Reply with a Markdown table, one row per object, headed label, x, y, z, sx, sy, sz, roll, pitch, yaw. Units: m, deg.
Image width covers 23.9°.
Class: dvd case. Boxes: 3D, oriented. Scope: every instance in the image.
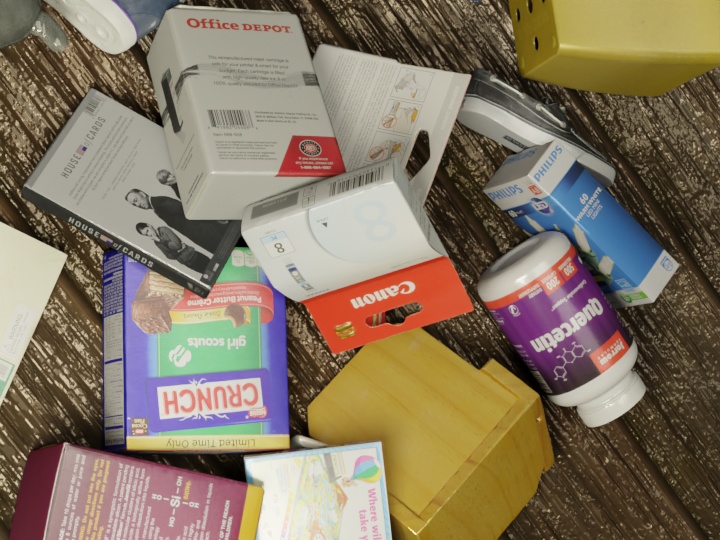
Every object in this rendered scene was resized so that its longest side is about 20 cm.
| label | x | y | z | sx | sy | sz | roll | pitch | yaw |
| --- | --- | --- | --- | --- | --- | --- | --- | --- | --- |
| dvd case | -0.205 | -0.076 | 1.635 | 0.200 | 0.025 | 0.150 | 29 | 49 | -4 |

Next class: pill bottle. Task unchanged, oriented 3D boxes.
| label | x | y | z | sx | sy | sz | roll | pitch | yaw |
| --- | --- | --- | --- | --- | --- | --- | --- | --- | --- |
| pill bottle | 0.220 | 0.065 | 1.817 | 0.112 | 0.112 | 0.200 | -39 | 100 | -24 |

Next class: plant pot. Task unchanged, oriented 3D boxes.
| label | x | y | z | sx | sy | sz | roll | pitch | yaw |
| --- | --- | --- | --- | --- | --- | --- | --- | --- | --- |
| plant pot | 0.265 | -0.297 | 1.851 | 0.176 | 0.200 | 0.200 | -7 | 86 | -14 |

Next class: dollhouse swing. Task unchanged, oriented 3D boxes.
| label | x | y | z | sx | sy | sz | roll | pitch | yaw |
| --- | --- | --- | --- | --- | --- | --- | --- | --- | --- |
| dollhouse swing | 0.065 | 0.188 | 1.773 | 0.200 | 0.176 | 0.182 | -47 | 144 | -23 |

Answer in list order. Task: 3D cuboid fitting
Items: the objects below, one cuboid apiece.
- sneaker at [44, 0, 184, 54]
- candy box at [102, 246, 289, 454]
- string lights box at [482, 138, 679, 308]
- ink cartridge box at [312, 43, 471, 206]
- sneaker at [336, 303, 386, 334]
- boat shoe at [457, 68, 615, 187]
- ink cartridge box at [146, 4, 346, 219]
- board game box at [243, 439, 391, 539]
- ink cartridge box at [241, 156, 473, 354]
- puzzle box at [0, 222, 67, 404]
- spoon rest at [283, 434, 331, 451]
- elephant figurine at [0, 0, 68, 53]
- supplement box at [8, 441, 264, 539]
| label | x | y | z | sx | sy | sz | roll | pitch | yaw |
| --- | --- | --- | --- | --- | --- | --- | --- | --- | --- |
| sneaker | -0.256 | -0.322 | 1.674 | 0.200 | 0.081 | 0.146 | 46 | 58 | -8 |
| candy box | -0.161 | 0.078 | 1.657 | 0.169 | 0.077 | 0.200 | 1 | 83 | -25 |
| string lights box | 0.239 | -0.047 | 1.846 | 0.200 | 0.103 | 0.059 | 43 | 69 | -14 |
| ink cartridge box | 0.005 | -0.120 | 1.722 | 0.176 | 0.045 | 0.200 | 15 | 73 | 22 |
| sneaker | 0.007 | -0.024 | 1.765 | 0.085 | 0.077 | 0.200 | 18 | 77 | -42 |
| boat shoe | 0.199 | -0.157 | 1.864 | 0.200 | 0.072 | 0.068 | 26 | 75 | -12 |
| ink cartridge box | -0.115 | -0.154 | 1.665 | 0.144 | 0.084 | 0.200 | -1 | 59 | -27 |
| board game box | -0.036 | 0.271 | 1.639 | 0.134 | 0.034 | 0.200 | -6 | 88 | -3 |
| ink cartridge box | 0.000 | 0.000 | 1.634 | 0.047 | 0.160 | 0.200 | -84 | 151 | -53 |
| puzzle box | -0.375 | 0.046 | 1.592 | 0.133 | 0.025 | 0.200 | 28 | 73 | -20 |
| spoon rest | -0.085 | 0.259 | 1.689 | 0.099 | 0.061 | 0.200 | 23 | 88 | -19 |
| elephant figurine | -0.409 | -0.231 | 1.572 | 0.200 | 0.155 | 0.142 | -40 | 144 | -13 |
| supplement box | -0.210 | 0.233 | 1.587 | 0.200 | 0.131 | 0.103 | 16 | 75 | -23 |
